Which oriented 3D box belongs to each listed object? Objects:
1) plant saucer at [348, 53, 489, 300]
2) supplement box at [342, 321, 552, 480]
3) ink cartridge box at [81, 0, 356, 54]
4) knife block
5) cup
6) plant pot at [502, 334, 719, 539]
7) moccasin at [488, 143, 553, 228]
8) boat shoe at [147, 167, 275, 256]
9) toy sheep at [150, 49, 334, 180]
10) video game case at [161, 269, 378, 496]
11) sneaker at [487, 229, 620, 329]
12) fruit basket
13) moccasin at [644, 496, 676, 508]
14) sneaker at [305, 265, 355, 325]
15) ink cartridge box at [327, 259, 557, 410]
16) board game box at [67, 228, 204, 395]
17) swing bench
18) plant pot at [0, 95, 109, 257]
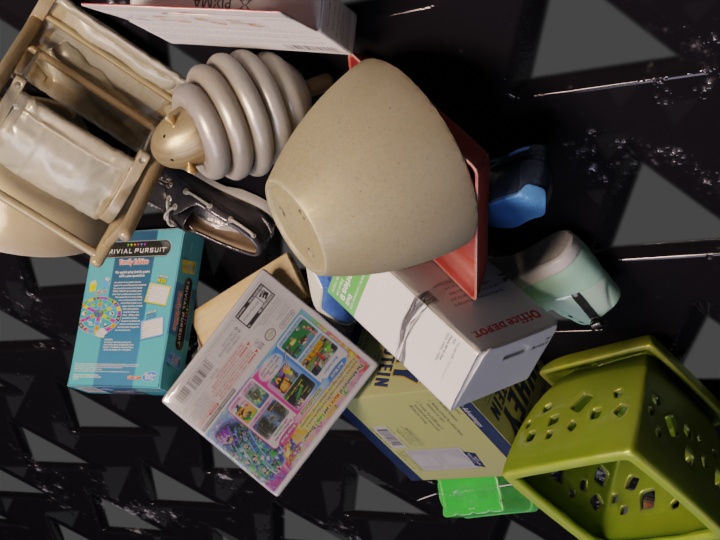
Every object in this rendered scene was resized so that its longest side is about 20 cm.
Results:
[{"bbox_3d":[0.065,-0.098,1.244,0.200,0.036,0.201,47,159,32],"label":"plant saucer"},{"bbox_3d":[0.107,0.151,1.562,0.198,0.136,0.200,-10,137,38],"label":"supplement box"},{"bbox_3d":[-0.123,-0.238,1.138,0.197,0.046,0.176,7,180,19],"label":"ink cartridge box"},{"bbox_3d":[-0.170,0.068,1.566,0.065,0.174,0.200,61,148,14],"label":"knife block"},{"bbox_3d":[-0.005,-0.075,1.182,0.201,0.142,0.201,49,160,25],"label":"cup"},{"bbox_3d":[0.312,0.200,1.478,0.198,0.183,0.199,39,142,-27],"label":"plant pot"},{"bbox_3d":[0.147,-0.085,1.262,0.079,0.069,0.199,19,172,-21],"label":"moccasin"},{"bbox_3d":[-0.196,-0.073,1.477,0.197,0.061,0.074,22,148,-1],"label":"boat shoe"},{"bbox_3d":[-0.116,-0.155,1.236,0.138,0.198,0.139,50,159,28],"label":"toy sheep"},{"bbox_3d":[-0.108,0.134,1.500,0.181,0.201,0.024,38,178,0],"label":"video game case"},{"bbox_3d":[0.195,0.036,1.405,0.118,0.074,0.199,41,140,-23],"label":"sneaker"},{"bbox_3d":[0.200,0.268,1.681,0.184,0.198,0.095,-17,90,44],"label":"fruit basket"},{"bbox_3d":[0.412,0.384,1.778,0.072,0.079,0.203,12,146,12],"label":"moccasin"},{"bbox_3d":[-0.001,0.001,1.460,0.110,0.077,0.202,14,141,27],"label":"sneaker"},{"bbox_3d":[0.086,0.039,1.319,0.200,0.145,0.085,43,126,28],"label":"ink cartridge box"},{"bbox_3d":[-0.281,0.052,1.572,0.149,0.204,0.047,-1,163,30],"label":"board game box"},{"bbox_3d":[-0.297,-0.149,1.310,0.197,0.202,0.129,33,154,-17],"label":"swing bench"},{"bbox_3d":[-0.373,-0.120,1.423,0.197,0.201,0.136,17,111,6],"label":"plant pot"}]
